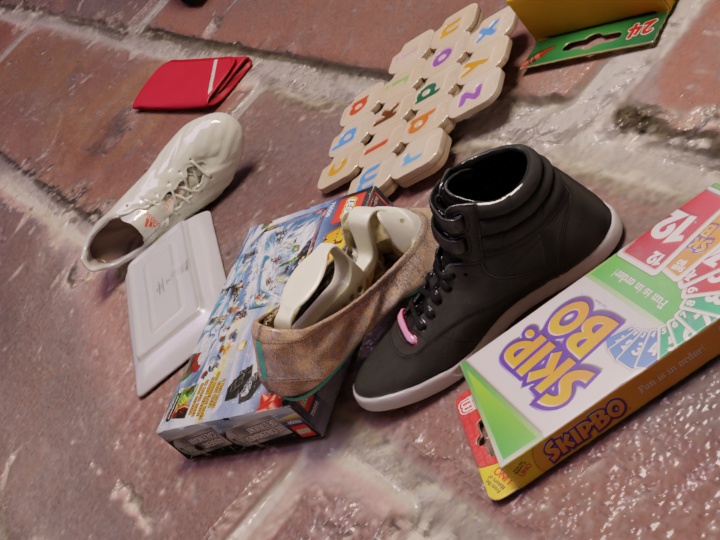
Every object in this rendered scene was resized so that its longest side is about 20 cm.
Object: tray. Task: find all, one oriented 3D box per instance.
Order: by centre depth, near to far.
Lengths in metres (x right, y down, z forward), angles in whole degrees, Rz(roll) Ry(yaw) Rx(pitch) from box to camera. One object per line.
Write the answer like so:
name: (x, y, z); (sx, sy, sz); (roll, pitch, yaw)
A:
tray: (-0.166, 0.019, 1.055); (0.107, 0.022, 0.200); (-38, 31, 9)

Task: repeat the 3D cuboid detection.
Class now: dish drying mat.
dish drying mat: (-0.196, -0.214, 1.379); (0.200, 0.018, 0.077); (12, 62, 55)

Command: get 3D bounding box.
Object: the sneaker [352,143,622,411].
sneaker: (0.053, -0.001, 0.739); (0.200, 0.099, 0.071); (-39, 32, 11)

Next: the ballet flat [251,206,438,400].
ballet flat: (0.000, 0.000, 0.792); (0.068, 0.067, 0.200); (5, 41, 39)

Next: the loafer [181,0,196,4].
loafer: (-0.235, -0.408, 1.615); (0.072, 0.073, 0.200); (-40, 31, -2)

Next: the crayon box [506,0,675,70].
crayon box: (0.194, -0.247, 0.921); (0.127, 0.051, 0.200); (-4, 49, 47)

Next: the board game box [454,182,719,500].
board game box: (0.136, 0.039, 0.666); (0.200, 0.030, 0.096); (-39, 30, 13)

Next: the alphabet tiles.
alphabet tiles: (0.047, -0.136, 0.986); (0.196, 0.015, 0.200); (-25, 35, 39)

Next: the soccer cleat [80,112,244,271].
soccer cleat: (-0.183, -0.066, 1.129); (0.200, 0.069, 0.078); (-41, 11, 20)

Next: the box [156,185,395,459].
box: (-0.056, 0.037, 0.882); (0.137, 0.040, 0.200); (-16, 40, 40)
